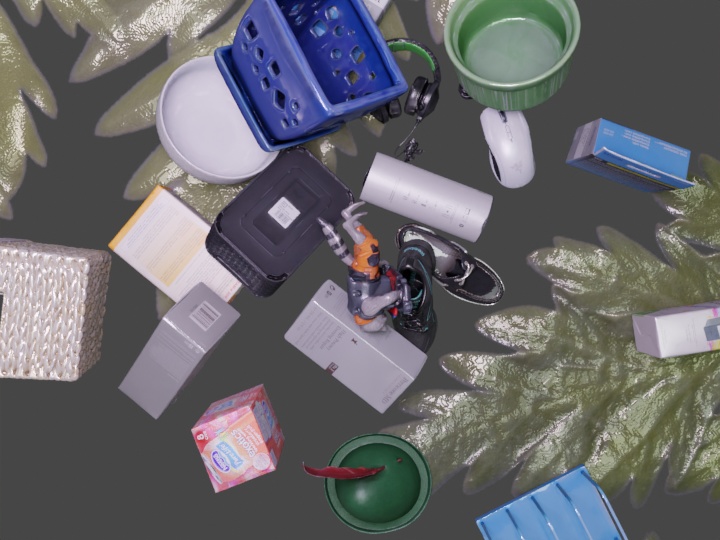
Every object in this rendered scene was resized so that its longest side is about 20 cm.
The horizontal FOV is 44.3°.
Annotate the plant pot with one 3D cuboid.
[{"bbox_3d":[-0.083,-0.290,1.294,0.180,0.200,0.200,-28,90,43],"label":"plant pot"}]

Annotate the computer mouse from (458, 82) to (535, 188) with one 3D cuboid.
[{"bbox_3d":[0.231,-0.230,1.401,0.109,0.044,0.201,-18,92,-1],"label":"computer mouse"}]

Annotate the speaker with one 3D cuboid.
[{"bbox_3d":[0.101,-0.115,1.385,0.199,0.081,0.081,20,92,-2],"label":"speaker"}]

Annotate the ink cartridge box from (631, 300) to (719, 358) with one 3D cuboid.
[{"bbox_3d":[0.542,0.086,1.382,0.199,0.117,0.068,-8,90,-1],"label":"ink cartridge box"}]

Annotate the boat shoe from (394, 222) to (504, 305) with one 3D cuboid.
[{"bbox_3d":[0.143,-0.009,1.400,0.200,0.060,0.074,37,91,-2],"label":"boat shoe"}]

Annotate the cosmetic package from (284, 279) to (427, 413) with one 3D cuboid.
[{"bbox_3d":[-0.008,0.119,1.378,0.200,0.074,0.102,38,126,0],"label":"cosmetic package"}]

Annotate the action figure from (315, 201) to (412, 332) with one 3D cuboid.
[{"bbox_3d":[0.000,0.000,1.311,0.104,0.200,0.194,-15,103,-12],"label":"action figure"}]

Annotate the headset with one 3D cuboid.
[{"bbox_3d":[0.067,-0.268,1.372,0.123,0.094,0.201,-4,81,-1],"label":"headset"}]

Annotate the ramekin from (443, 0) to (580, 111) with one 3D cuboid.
[{"bbox_3d":[0.229,-0.340,1.340,0.199,0.098,0.201,-4,69,10],"label":"ramekin"}]

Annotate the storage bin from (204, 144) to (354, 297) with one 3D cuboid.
[{"bbox_3d":[-0.122,-0.075,1.337,0.135,0.094,0.200,43,63,-3],"label":"storage bin"}]

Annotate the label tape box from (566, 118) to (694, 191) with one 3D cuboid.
[{"bbox_3d":[0.406,-0.172,1.321,0.143,0.200,0.066,20,91,-2],"label":"label tape box"}]

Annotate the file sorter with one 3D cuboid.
[{"bbox_3d":[0.306,0.424,1.389,0.200,0.123,0.139,-27,92,0],"label":"file sorter"}]

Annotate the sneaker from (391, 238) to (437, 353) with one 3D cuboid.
[{"bbox_3d":[0.077,0.054,1.368,0.075,0.079,0.201,2,116,13],"label":"sneaker"}]

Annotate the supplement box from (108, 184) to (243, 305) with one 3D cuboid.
[{"bbox_3d":[-0.272,-0.023,1.384,0.200,0.074,0.126,40,90,-2],"label":"supplement box"}]

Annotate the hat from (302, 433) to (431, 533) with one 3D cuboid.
[{"bbox_3d":[0.017,0.348,1.352,0.199,0.176,0.166,-2,92,-1],"label":"hat"}]

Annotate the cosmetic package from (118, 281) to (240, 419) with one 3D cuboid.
[{"bbox_3d":[-0.274,0.122,1.329,0.090,0.107,0.200,41,128,-3],"label":"cosmetic package"}]

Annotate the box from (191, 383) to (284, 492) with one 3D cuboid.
[{"bbox_3d":[-0.180,0.246,1.334,0.094,0.200,0.103,-21,93,0],"label":"box"}]

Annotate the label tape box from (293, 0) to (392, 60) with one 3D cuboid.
[{"bbox_3d":[-0.027,-0.432,1.379,0.143,0.066,0.200,31,90,-2],"label":"label tape box"}]

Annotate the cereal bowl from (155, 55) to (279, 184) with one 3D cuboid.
[{"bbox_3d":[-0.219,-0.221,1.356,0.199,0.083,0.201,8,72,-25],"label":"cereal bowl"}]

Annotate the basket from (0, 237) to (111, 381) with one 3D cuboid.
[{"bbox_3d":[-0.476,0.058,1.327,0.160,0.200,0.199,6,92,-7],"label":"basket"}]
